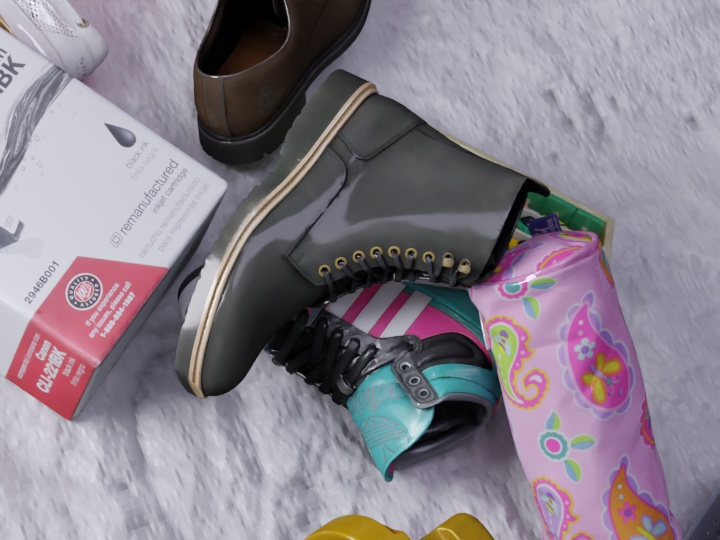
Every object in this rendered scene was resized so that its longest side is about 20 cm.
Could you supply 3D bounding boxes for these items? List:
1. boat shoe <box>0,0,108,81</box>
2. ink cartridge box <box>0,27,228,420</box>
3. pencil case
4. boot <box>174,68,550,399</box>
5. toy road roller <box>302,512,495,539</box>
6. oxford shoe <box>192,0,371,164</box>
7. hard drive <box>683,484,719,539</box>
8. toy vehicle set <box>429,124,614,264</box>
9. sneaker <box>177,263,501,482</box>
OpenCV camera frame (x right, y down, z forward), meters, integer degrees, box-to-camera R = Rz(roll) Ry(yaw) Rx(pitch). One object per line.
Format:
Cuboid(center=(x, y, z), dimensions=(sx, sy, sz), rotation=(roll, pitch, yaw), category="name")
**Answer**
Cuboid(center=(-0.225, -0.189, 1.471), dimensions=(0.069, 0.071, 0.201), rotation=(-36, 88, -31), category="boat shoe")
Cuboid(center=(-0.198, -0.038, 1.390), dimensions=(0.199, 0.084, 0.145), rotation=(34, 59, 1), category="ink cartridge box")
Cuboid(center=(0.119, 0.075, 1.396), dimensions=(0.087, 0.087, 0.201), rotation=(-25, 105, -28), category="pencil case")
Cuboid(center=(0.000, 0.000, 1.342), dimensions=(0.138, 0.078, 0.201), rotation=(26, 77, 14), category="boot")
Cuboid(center=(0.035, 0.219, 1.322), dimensions=(0.146, 0.123, 0.200), rotation=(-31, 76, -41), category="toy road roller")
Cuboid(center=(-0.043, -0.164, 1.500), dimensions=(0.072, 0.085, 0.201), rotation=(10, 53, 19), category="oxford shoe")
Cuboid(center=(0.220, 0.221, 1.426), dimensions=(0.134, 0.042, 0.200), rotation=(35, 58, 0), category="hard drive")
Cuboid(center=(0.056, -0.040, 1.476), dimensions=(0.199, 0.027, 0.124), rotation=(27, 26, -5), category="toy vehicle set")
Cuboid(center=(-0.004, 0.058, 1.413), dimensions=(0.198, 0.084, 0.121), rotation=(4, 53, -18), category="sneaker")
